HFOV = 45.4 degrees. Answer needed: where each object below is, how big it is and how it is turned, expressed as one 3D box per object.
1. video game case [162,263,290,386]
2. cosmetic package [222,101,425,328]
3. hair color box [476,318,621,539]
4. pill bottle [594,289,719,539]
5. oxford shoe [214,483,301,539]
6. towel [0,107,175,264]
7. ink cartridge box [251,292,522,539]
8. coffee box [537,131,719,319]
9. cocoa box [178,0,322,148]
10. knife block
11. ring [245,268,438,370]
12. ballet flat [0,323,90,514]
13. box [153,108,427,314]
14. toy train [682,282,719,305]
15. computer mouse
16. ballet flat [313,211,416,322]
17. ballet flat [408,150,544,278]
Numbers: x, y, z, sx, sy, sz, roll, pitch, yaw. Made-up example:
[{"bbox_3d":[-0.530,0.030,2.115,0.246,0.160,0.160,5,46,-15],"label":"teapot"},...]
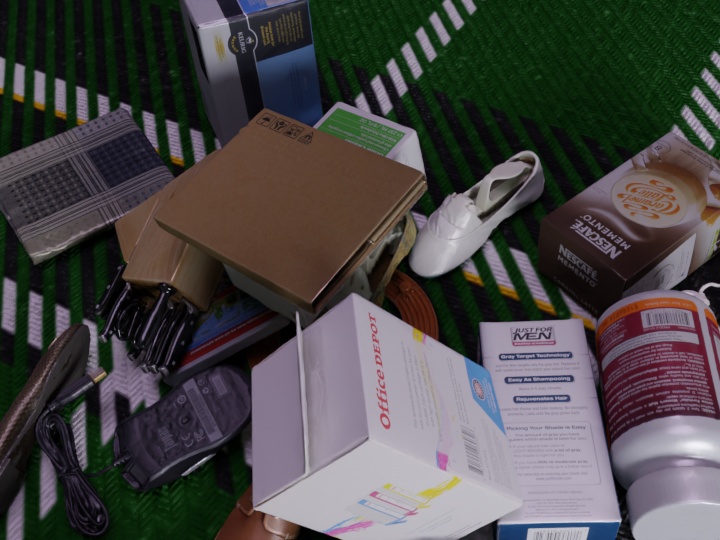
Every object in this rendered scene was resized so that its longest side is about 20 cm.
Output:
[{"bbox_3d":[-0.156,0.005,0.897,0.142,0.017,0.201,-28,52,11],"label":"video game case"},{"bbox_3d":[-0.036,-0.057,0.830,0.107,0.085,0.200,25,61,31],"label":"cosmetic package"},{"bbox_3d":[0.159,0.140,0.757,0.099,0.061,0.202,-2,49,4],"label":"hair color box"},{"bbox_3d":[0.262,0.125,0.728,0.108,0.110,0.202,1,49,7],"label":"pill bottle"},{"bbox_3d":[-0.079,0.199,0.726,0.071,0.072,0.201,19,55,19],"label":"oxford shoe"},{"bbox_3d":[-0.339,-0.105,1.048,0.199,0.035,0.193,-27,55,-20],"label":"towel"},{"bbox_3d":[0.009,0.124,0.674,0.125,0.199,0.130,-37,41,29],"label":"ink cartridge box"},{"bbox_3d":[0.294,-0.044,0.891,0.199,0.080,0.114,-33,53,-21],"label":"coffee box"},{"bbox_3d":[-0.129,-0.254,1.037,0.130,0.201,0.134,-19,49,-11],"label":"cocoa box"},{"bbox_3d":[-0.174,-0.002,0.858,0.199,0.064,0.176,-34,52,6],"label":"knife block"},{"bbox_3d":[-0.020,0.060,0.874,0.198,0.019,0.202,-4,49,4],"label":"ring"},{"bbox_3d":[-0.315,0.133,0.814,0.046,0.068,0.202,13,58,11],"label":"ballet flat"},{"bbox_3d":[-0.065,-0.062,0.770,0.199,0.021,0.164,26,62,30],"label":"box"},{"bbox_3d":[0.391,0.063,0.804,0.149,0.056,0.201,-19,50,-11],"label":"toy train"},{"bbox_3d":[-0.198,0.139,0.802,0.199,0.046,0.141,-35,66,-11],"label":"computer mouse"},{"bbox_3d":[0.000,0.000,0.868,0.070,0.071,0.201,17,53,20],"label":"ballet flat"},{"bbox_3d":[0.126,-0.070,0.941,0.199,0.070,0.069,-36,55,-23],"label":"ballet flat"}]
